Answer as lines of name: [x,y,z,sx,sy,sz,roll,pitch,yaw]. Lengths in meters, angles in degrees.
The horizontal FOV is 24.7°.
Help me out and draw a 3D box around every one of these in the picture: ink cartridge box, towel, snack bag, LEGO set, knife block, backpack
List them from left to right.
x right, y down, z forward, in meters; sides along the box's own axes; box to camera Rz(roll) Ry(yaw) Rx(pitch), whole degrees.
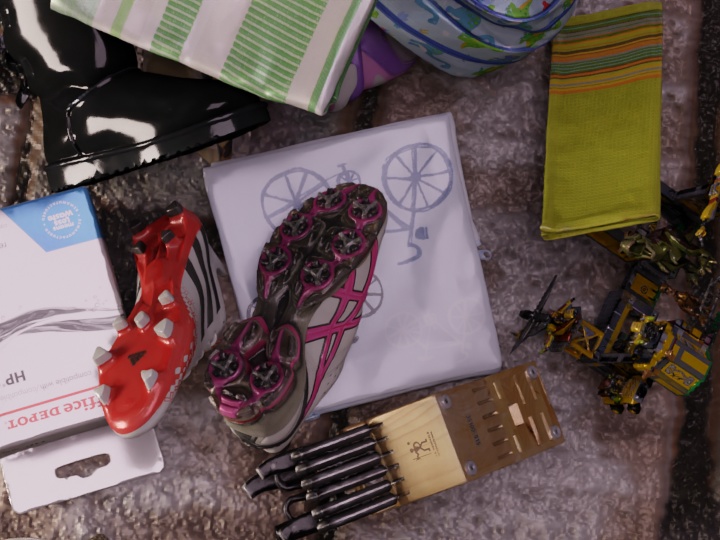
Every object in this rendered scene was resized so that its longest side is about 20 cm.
ink cartridge box: [-0.214,0.056,1.129,0.116,0.068,0.200,-17,83,-8]
towel: [-0.083,-0.201,1.053,0.200,0.023,0.153,24,96,8]
snack bag: [0.000,0.000,1.181,0.188,0.021,0.200,-14,90,-9]
knife block: [0.023,0.132,1.155,0.176,0.200,0.064,-24,83,36]
backpack: [0.058,-0.226,1.127,0.200,0.154,0.163,53,54,-22]
towel: [0.171,-0.110,1.161,0.086,0.018,0.200,-11,50,25]
LEGO set: [0.187,-0.013,1.138,0.116,0.154,0.200,32,82,-18]

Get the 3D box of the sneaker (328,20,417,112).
sneaker: [-0.011,-0.219,1.196,0.088,0.080,0.200,-13,87,-15]

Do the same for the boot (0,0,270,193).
boot: [-0.165,-0.149,1.120,0.198,0.073,0.163,-13,95,33]

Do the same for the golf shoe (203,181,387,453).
golf shoe: [-0.037,0.031,1.135,0.073,0.092,0.200,18,66,28]

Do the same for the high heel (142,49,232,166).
high heel: [-0.095,-0.184,1.193,0.143,0.071,0.200,-30,107,-39]

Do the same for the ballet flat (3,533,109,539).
ballet flat: [-0.256,0.224,1.107,0.200,0.068,0.075,-16,61,-14]

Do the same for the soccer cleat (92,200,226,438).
soccer cleat: [-0.124,0.041,1.095,0.069,0.085,0.200,-22,38,20]
